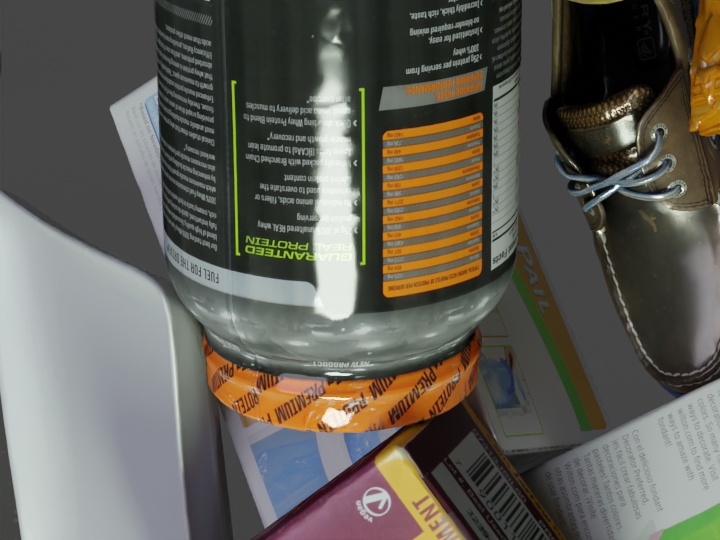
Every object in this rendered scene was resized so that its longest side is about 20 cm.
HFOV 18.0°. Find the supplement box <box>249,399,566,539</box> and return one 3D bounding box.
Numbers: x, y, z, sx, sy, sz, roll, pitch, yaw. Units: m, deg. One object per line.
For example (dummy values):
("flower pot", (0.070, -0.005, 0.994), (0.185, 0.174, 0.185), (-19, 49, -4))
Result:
("supplement box", (-0.018, 0.149, 0.797), (0.200, 0.086, 0.111), (-38, 87, 19))

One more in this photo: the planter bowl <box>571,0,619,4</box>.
("planter bowl", (0.130, -0.171, 0.720), (0.200, 0.083, 0.202), (-37, 45, 50))

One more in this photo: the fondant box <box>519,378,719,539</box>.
("fondant box", (0.093, 0.143, 0.837), (0.199, 0.058, 0.145), (-29, 61, 24))

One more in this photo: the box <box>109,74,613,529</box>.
("box", (0.000, 0.000, 0.897), (0.112, 0.101, 0.201), (-30, 74, 27))

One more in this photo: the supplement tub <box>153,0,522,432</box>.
("supplement tub", (-0.007, -0.056, 0.752), (0.122, 0.122, 0.201), (14, 115, 31))

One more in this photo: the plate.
("plate", (-0.099, 0.075, 0.933), (0.199, 0.032, 0.201), (25, 125, 58))

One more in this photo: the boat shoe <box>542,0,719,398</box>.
("boat shoe", (0.102, -0.049, 0.852), (0.072, 0.072, 0.202), (-18, 78, 32))

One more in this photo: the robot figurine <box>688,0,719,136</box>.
("robot figurine", (0.168, -0.147, 0.796), (0.145, 0.058, 0.202), (-10, 68, 65))
